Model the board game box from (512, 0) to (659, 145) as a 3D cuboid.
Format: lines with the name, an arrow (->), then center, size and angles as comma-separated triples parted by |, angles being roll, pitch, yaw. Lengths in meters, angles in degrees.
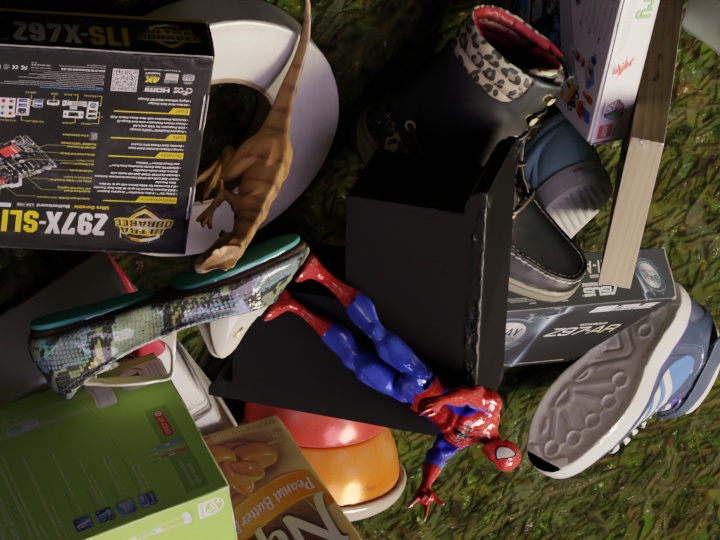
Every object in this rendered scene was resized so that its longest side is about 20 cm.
board game box -> 0.159, -0.205, 1.666 | 0.035, 0.126, 0.200 | -12, 133, -25

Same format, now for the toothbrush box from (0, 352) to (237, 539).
toothbrush box -> -0.200, 0.159, 1.610 | 0.200, 0.146, 0.086 | -19, 134, -16

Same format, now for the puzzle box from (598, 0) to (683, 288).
puzzle box -> 0.206, -0.098, 1.757 | 0.025, 0.200, 0.133 | 11, 128, 4

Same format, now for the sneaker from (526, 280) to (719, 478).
sneaker -> 0.232, 0.113, 2.009 | 0.200, 0.081, 0.146 | -54, 142, -10

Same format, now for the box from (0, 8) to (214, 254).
box -> -0.203, -0.090, 1.560 | 0.200, 0.049, 0.160 | 2, 128, -13

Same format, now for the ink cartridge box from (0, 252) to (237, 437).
ink cartridge box -> -0.189, 0.103, 1.745 | 0.145, 0.083, 0.200 | -35, 136, -1

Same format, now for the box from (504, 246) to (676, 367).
box -> 0.120, 0.033, 1.863 | 0.200, 0.044, 0.160 | -4, 162, -30

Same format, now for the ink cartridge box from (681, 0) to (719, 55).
ink cartridge box -> 0.348, -0.256, 1.752 | 0.175, 0.084, 0.200 | -6, 122, -28

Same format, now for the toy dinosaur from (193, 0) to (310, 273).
toy dinosaur -> -0.063, -0.080, 1.623 | 0.060, 0.106, 0.200 | 23, 72, -21

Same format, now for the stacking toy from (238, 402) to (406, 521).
stacking toy -> -0.030, 0.080, 1.831 | 0.146, 0.146, 0.200 | -6, 113, -28

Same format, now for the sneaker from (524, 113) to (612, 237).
sneaker -> 0.118, -0.049, 1.831 | 0.074, 0.082, 0.200 | 5, 148, -38

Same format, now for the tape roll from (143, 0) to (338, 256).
tape roll -> -0.111, -0.099, 1.659 | 0.202, 0.037, 0.203 | -18, 136, -18

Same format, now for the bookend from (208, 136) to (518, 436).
bookend -> 0.000, 0.000, 1.683 | 0.200, 0.092, 0.199 | 9, 121, 13

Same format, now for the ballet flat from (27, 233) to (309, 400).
ballet flat -> -0.123, 0.035, 1.615 | 0.200, 0.074, 0.074 | -18, 136, -2

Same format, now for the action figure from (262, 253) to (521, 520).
action figure -> 0.022, 0.085, 1.613 | 0.200, 0.099, 0.065 | 36, 125, -6

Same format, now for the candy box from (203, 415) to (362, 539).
candy box -> -0.068, 0.196, 1.685 | 0.115, 0.200, 0.055 | -16, 133, -24

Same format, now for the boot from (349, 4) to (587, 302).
boot -> 0.108, -0.080, 1.694 | 0.203, 0.074, 0.154 | 39, 130, -5
